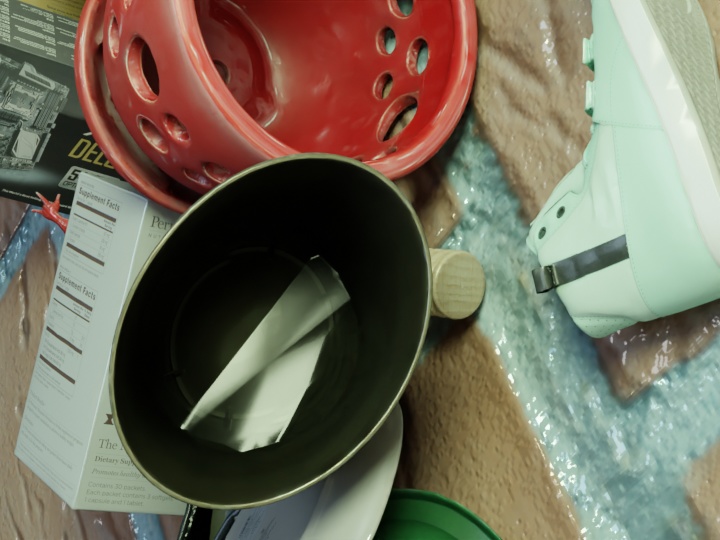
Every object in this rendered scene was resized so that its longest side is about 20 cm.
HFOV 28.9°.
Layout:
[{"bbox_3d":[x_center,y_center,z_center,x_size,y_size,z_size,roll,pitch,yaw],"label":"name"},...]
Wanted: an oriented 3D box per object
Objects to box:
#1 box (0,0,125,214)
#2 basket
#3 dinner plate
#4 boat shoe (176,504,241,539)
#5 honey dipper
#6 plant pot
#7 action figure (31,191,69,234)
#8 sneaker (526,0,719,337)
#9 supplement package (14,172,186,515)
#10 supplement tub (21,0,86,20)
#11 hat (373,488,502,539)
[{"bbox_3d":[-0.238,-0.117,1.031,0.157,0.198,0.050,-41,48,38],"label":"box"},{"bbox_3d":[-0.056,0.033,0.752,0.181,0.136,0.200,-52,5,-8],"label":"basket"},{"bbox_3d":[-0.043,0.147,0.755,0.201,0.024,0.201,-52,14,18],"label":"dinner plate"},{"bbox_3d":[-0.074,0.106,0.878,0.074,0.065,0.202,31,106,51],"label":"boat shoe"},{"bbox_3d":[0.000,0.000,0.838,0.199,0.038,0.039,9,89,56],"label":"honey dipper"},{"bbox_3d":[-0.060,-0.133,0.813,0.182,0.198,0.204,-10,74,56],"label":"plant pot"},{"bbox_3d":[-0.213,0.021,1.069,0.098,0.065,0.203,30,105,33],"label":"action figure"},{"bbox_3d":[0.113,-0.069,0.669,0.118,0.073,0.203,-30,61,37],"label":"sneaker"},{"bbox_3d":[-0.144,0.049,0.942,0.109,0.113,0.203,21,99,53],"label":"supplement package"},{"bbox_3d":[-0.260,-0.211,1.125,0.145,0.143,0.202,45,116,47],"label":"supplement tub"},{"bbox_3d":[-0.010,0.189,0.650,0.165,0.176,0.201,-40,61,11],"label":"hat"}]
